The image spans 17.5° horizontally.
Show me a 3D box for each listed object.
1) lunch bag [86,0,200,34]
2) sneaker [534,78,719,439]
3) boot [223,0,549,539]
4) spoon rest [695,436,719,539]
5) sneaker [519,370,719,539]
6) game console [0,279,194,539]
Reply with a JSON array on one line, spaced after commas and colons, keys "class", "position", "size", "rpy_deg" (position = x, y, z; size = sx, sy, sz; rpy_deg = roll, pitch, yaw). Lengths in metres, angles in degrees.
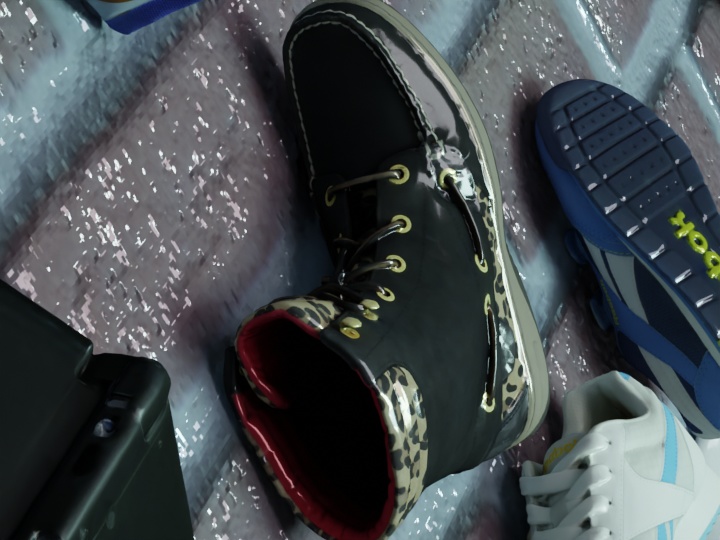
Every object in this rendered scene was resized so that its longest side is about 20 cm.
[{"class": "lunch bag", "position": [-0.056, -0.189, 0.788], "size": [0.170, 0.199, 0.125], "rpy_deg": [41, 41, -42]}, {"class": "sneaker", "position": [0.142, -0.001, 1.146], "size": [0.074, 0.082, 0.201], "rpy_deg": [-25, 77, -33]}, {"class": "boot", "position": [0.000, 0.000, 0.905], "size": [0.150, 0.073, 0.201], "rpy_deg": [-36, 110, -59]}, {"class": "spoon rest", "position": [0.188, 0.133, 1.165], "size": [0.099, 0.060, 0.201], "rpy_deg": [44, 52, -35]}, {"class": "sneaker", "position": [0.099, 0.119, 1.005], "size": [0.081, 0.076, 0.200], "rpy_deg": [53, 27, -12]}, {"class": "game console", "position": [-0.138, 0.101, 0.646], "size": [0.200, 0.115, 0.177], "rpy_deg": [-60, 153, -46]}]
